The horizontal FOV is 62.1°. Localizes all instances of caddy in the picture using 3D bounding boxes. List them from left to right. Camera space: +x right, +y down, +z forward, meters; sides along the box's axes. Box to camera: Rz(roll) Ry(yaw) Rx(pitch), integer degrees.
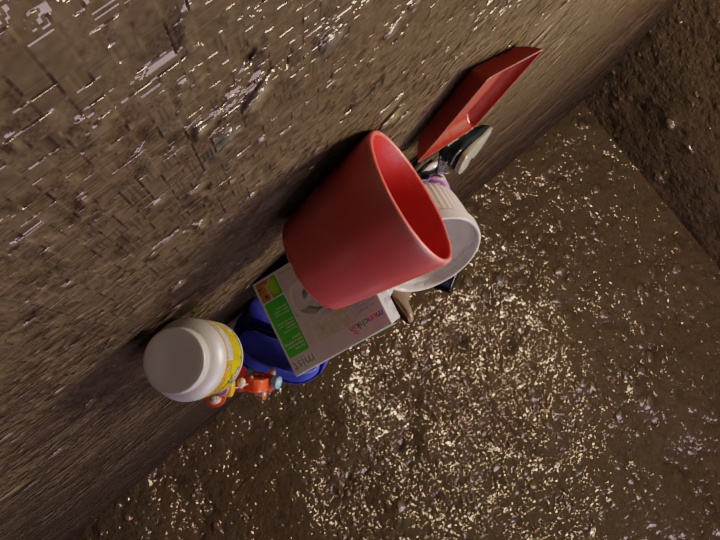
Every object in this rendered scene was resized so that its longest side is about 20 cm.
[{"bbox_3d":[-0.151,0.135,1.157,0.105,0.194,0.145,123,-16,-67],"label":"caddy"}]

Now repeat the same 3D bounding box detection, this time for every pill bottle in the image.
[{"bbox_3d":[-0.239,0.128,0.862,0.112,0.114,0.200,-39,175,-5],"label":"pill bottle"}]

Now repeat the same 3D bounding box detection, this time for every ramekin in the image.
[{"bbox_3d":[0.110,-0.065,1.090,0.194,0.107,0.203,-15,146,-11],"label":"ramekin"}]

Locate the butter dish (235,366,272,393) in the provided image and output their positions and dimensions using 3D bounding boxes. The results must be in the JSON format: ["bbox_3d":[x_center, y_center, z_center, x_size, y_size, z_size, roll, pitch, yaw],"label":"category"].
[{"bbox_3d":[-0.246,0.219,1.392,0.198,0.149,0.200,-40,175,-5],"label":"butter dish"}]

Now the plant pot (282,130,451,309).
[{"bbox_3d":[0.003,-0.052,0.805,0.175,0.204,0.200,-32,178,21],"label":"plant pot"}]

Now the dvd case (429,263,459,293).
[{"bbox_3d":[0.121,-0.047,1.208,0.018,0.196,0.146,39,71,-55],"label":"dvd case"}]

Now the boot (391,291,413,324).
[{"bbox_3d":[0.112,0.018,1.399,0.144,0.201,0.071,-30,143,-14],"label":"boot"}]

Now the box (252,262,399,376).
[{"bbox_3d":[-0.057,0.054,1.042,0.196,0.180,0.097,-28,176,13],"label":"box"}]

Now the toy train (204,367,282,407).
[{"bbox_3d":[-0.244,0.198,1.043,0.150,0.194,0.058,-4,102,-69],"label":"toy train"}]

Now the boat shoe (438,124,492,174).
[{"bbox_3d":[0.218,-0.262,1.237,0.200,0.061,0.076,-48,166,-44],"label":"boat shoe"}]

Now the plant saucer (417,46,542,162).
[{"bbox_3d":[0.188,-0.285,0.992,0.198,0.037,0.200,-37,174,-40],"label":"plant saucer"}]

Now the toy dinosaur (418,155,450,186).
[{"bbox_3d":[0.107,-0.169,1.206,0.195,0.109,0.180,2,172,-34],"label":"toy dinosaur"}]

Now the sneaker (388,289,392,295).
[{"bbox_3d":[0.000,0.000,1.164,0.069,0.200,0.081,5,-124,50],"label":"sneaker"}]

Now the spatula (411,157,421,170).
[{"bbox_3d":[0.059,-0.160,1.170,0.199,0.021,0.056,-43,173,7],"label":"spatula"}]

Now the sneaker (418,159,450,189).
[{"bbox_3d":[0.129,-0.155,1.363,0.200,0.089,0.080,-43,175,33],"label":"sneaker"}]
